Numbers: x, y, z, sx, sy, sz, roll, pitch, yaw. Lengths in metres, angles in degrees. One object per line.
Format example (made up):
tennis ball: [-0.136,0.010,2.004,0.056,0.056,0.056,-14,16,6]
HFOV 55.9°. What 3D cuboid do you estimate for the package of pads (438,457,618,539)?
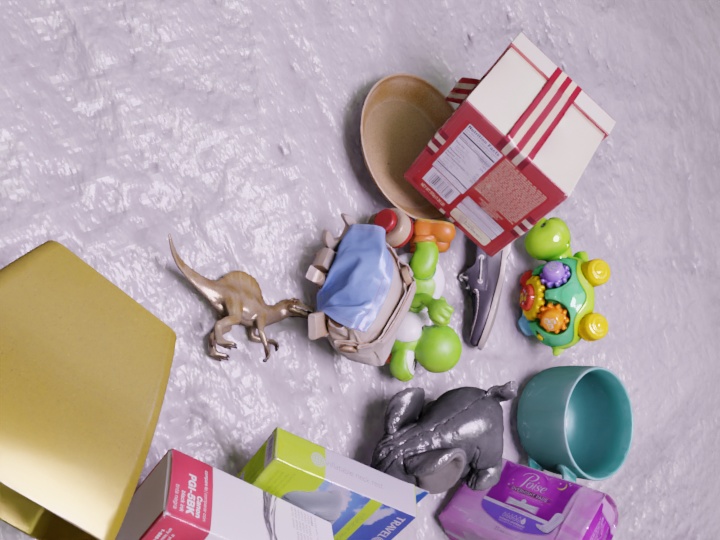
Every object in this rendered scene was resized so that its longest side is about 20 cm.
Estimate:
package of pads: [0.207,0.310,0.847,0.121,0.198,0.076,-47,122,-28]

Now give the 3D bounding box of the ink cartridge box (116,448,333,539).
ink cartridge box: [-0.138,0.284,0.649,0.199,0.083,0.147,34,106,-25]

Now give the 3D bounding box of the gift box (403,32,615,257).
gift box: [0.175,-0.157,0.854,0.185,0.200,0.187,44,56,-6]

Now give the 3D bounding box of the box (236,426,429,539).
box: [-0.035,0.253,0.729,0.198,0.122,0.048,28,30,-20]

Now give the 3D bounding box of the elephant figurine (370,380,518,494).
elephant figurine: [0.074,0.214,0.805,0.197,0.140,0.158,-2,90,-38]

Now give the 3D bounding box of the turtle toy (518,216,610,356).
turtle toy: [0.284,0.022,0.987,0.099,0.146,0.204,8,78,-10]

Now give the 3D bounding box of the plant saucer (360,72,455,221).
plant saucer: [0.069,-0.160,0.908,0.198,0.035,0.204,10,73,-36]

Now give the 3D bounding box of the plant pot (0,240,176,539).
plant pot: [-0.273,0.096,0.568,0.200,0.199,0.178,42,53,-22]

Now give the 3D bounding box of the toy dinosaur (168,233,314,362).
toy dinosaur: [-0.143,0.042,0.746,0.198,0.058,0.103,26,55,-37]

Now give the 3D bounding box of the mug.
mug: [0.286,0.220,0.964,0.183,0.114,0.155,-22,96,-33]

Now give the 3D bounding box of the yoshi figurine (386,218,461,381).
yoshi figurine: [0.093,0.045,0.865,0.111,0.111,0.204,20,76,-37]

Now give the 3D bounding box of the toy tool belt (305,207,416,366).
toy tool belt: [0.000,0.000,0.785,0.123,0.123,0.203,37,63,-49]

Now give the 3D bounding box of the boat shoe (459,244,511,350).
boat shoe: [0.173,0.010,0.962,0.062,0.073,0.204,12,79,13]
